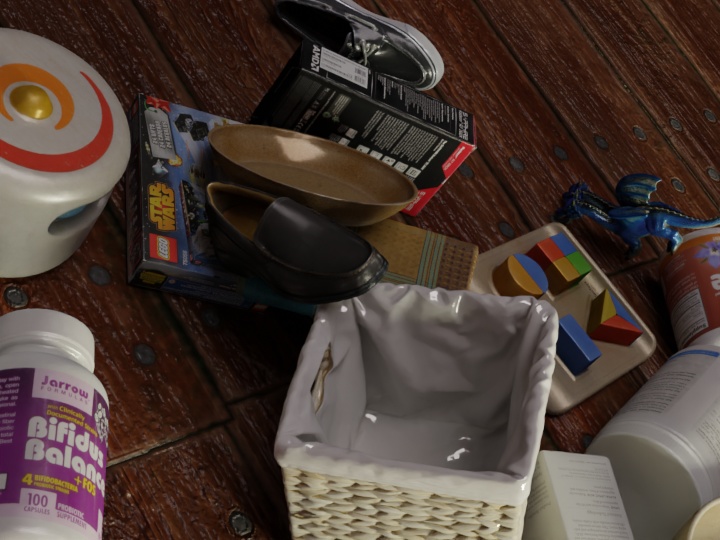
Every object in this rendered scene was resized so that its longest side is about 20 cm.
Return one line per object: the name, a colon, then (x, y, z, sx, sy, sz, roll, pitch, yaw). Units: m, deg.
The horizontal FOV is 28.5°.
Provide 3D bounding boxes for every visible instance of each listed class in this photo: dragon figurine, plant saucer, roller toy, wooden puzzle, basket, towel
dragon figurine: (0.310, -0.066, 1.562, 0.099, 0.200, 0.059, 43, 58, -31)
plant saucer: (-0.047, -0.084, 1.297, 0.199, 0.036, 0.200, 15, 19, -5)
roller toy: (-0.290, -0.103, 1.168, 0.182, 0.140, 0.201, 11, 49, -29)
wooden puzzle: (0.210, 0.038, 1.478, 0.200, 0.046, 0.185, -24, 72, -45)
basket: (0.051, 0.133, 1.147, 0.199, 0.161, 0.199, 6, 44, 11)
towel: (0.000, 0.000, 1.275, 0.199, 0.022, 0.147, 17, 44, 2)

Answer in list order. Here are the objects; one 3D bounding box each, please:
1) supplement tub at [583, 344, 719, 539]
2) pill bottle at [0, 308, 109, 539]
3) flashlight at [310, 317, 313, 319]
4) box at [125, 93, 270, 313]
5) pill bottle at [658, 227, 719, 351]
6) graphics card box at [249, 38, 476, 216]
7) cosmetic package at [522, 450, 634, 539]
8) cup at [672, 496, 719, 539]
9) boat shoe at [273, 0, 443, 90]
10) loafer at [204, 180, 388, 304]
supplement tub: (0.313, 0.168, 1.381, 0.132, 0.132, 0.200, 48, 43, 9)
pill bottle: (-0.240, 0.131, 1.029, 0.112, 0.112, 0.201, 16, 48, -25)
flashlight: (0.042, 0.066, 1.320, 0.200, 0.068, 0.068, 34, 41, -6)
box: (-0.148, -0.063, 1.311, 0.136, 0.040, 0.201, 15, 48, -27)
pill bottle: (0.399, 0.061, 1.546, 0.112, 0.112, 0.201, 15, 48, -25)
graphics card box: (0.001, -0.139, 1.417, 0.199, 0.126, 0.051, 20, 48, -21)
cosmetic package: (0.180, 0.269, 1.217, 0.081, 0.113, 0.201, 8, 53, -30)
cup: (0.324, 0.321, 1.252, 0.200, 0.143, 0.201, 20, 45, -22)
boat shoe: (-0.003, -0.251, 1.549, 0.200, 0.072, 0.068, 33, 41, -4)
loafer: (-0.062, -0.025, 1.177, 0.073, 0.200, 0.072, -48, 131, -29)
